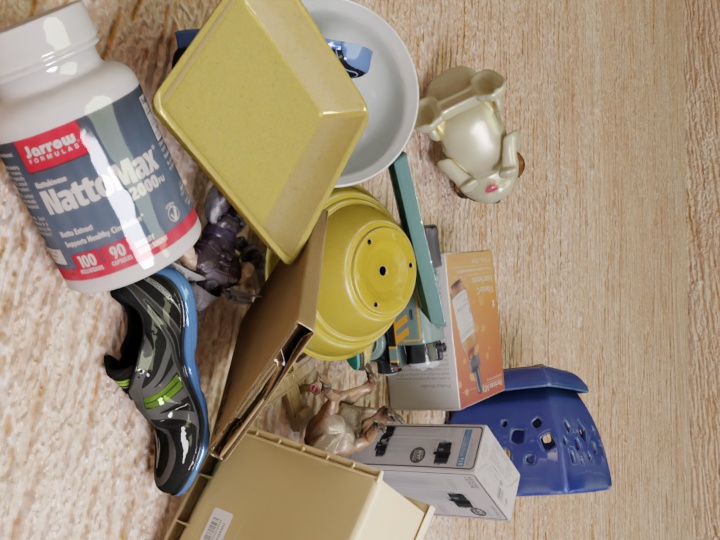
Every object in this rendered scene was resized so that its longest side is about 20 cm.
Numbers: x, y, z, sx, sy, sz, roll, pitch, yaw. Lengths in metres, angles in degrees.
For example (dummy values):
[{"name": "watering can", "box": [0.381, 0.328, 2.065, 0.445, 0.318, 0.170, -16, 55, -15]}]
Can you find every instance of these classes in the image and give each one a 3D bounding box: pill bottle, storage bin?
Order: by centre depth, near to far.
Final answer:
[{"name": "pill bottle", "box": [-0.215, -0.096, 0.694, 0.120, 0.119, 0.201, -50, 127, -49]}, {"name": "storage bin", "box": [-0.073, 0.254, 0.766, 0.094, 0.198, 0.201, 47, 61, -46]}]

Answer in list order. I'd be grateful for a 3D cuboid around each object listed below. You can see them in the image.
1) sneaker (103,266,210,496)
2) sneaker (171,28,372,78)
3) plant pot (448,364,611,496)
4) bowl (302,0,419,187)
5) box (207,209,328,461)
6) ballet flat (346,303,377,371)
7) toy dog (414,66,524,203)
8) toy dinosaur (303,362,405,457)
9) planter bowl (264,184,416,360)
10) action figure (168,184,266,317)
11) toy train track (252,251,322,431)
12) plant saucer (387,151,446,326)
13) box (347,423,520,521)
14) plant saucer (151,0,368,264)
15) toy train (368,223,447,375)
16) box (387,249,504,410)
[{"name": "sneaker", "box": [-0.182, 0.098, 0.784, 0.082, 0.071, 0.201, -11, 98, -35]}, {"name": "sneaker", "box": [-0.087, -0.193, 0.890, 0.070, 0.198, 0.079, -142, -127, -75]}, {"name": "plant pot", "box": [0.238, 0.240, 1.319, 0.200, 0.199, 0.181, 18, 65, -56]}, {"name": "bowl", "box": [-0.043, -0.189, 0.978, 0.199, 0.090, 0.203, -1, 92, -14]}, {"name": "box", "box": [-0.080, 0.050, 0.816, 0.021, 0.164, 0.200, 28, 28, -14]}, {"name": "ballet flat", "box": [-0.013, 0.023, 1.047, 0.071, 0.070, 0.201, -48, 123, -50]}, {"name": "toy dog", "box": [0.164, -0.185, 1.324, 0.201, 0.139, 0.194, 60, 3, -32]}, {"name": "toy dinosaur", "box": [-0.035, 0.175, 0.952, 0.086, 0.136, 0.200, 50, 21, 13]}, {"name": "planter bowl", "box": [0.000, 0.000, 0.965, 0.199, 0.083, 0.202, -1, 92, -41]}, {"name": "action figure", "box": [-0.131, -0.049, 0.862, 0.130, 0.069, 0.201, 27, 79, -53]}, {"name": "toy train track", "box": [-0.080, 0.078, 0.971, 0.115, 0.032, 0.201, -32, 112, -56]}, {"name": "plant saucer", "box": [0.061, -0.036, 1.011, 0.070, 0.019, 0.201, -123, -160, -75]}, {"name": "box", "box": [0.069, 0.231, 1.033, 0.117, 0.199, 0.060, 53, 43, -38]}, {"name": "plant saucer", "box": [-0.090, -0.141, 0.790, 0.200, 0.048, 0.201, 53, 50, -38]}, {"name": "toy train", "box": [0.048, 0.030, 1.109, 0.085, 0.113, 0.202, -7, 92, -58]}, {"name": "box", "box": [0.112, 0.077, 1.213, 0.152, 0.106, 0.202, -7, 92, -59]}]
